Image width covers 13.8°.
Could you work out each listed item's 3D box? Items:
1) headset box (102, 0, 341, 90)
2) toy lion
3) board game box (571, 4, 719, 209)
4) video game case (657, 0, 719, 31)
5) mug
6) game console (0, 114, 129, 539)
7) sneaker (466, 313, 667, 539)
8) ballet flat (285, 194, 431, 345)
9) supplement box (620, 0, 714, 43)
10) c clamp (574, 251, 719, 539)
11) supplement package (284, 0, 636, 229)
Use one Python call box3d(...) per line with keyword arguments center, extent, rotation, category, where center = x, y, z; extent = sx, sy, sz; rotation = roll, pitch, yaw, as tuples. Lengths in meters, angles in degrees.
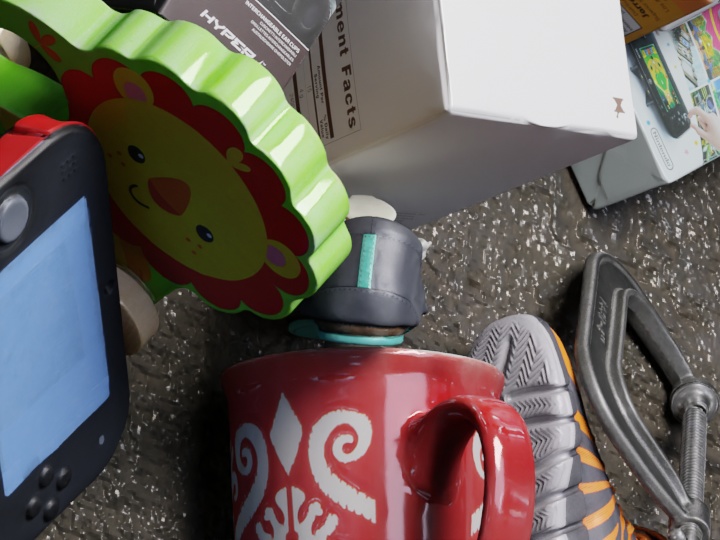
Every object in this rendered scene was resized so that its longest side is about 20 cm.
box3d(center=(-0.050, -0.177, 1.329), extent=(0.077, 0.149, 0.200), rotation=(42, 73, -32), category="headset box")
box3d(center=(-0.099, -0.056, 1.275), extent=(0.200, 0.192, 0.069), rotation=(46, 58, -6), category="toy lion")
box3d(center=(0.178, -0.138, 1.651), extent=(0.200, 0.064, 0.148), rotation=(-28, 95, -44), category="board game box")
box3d(center=(0.144, -0.222, 1.606), extent=(0.200, 0.023, 0.182), rotation=(42, 43, 18), category="video game case")
box3d(center=(0.002, 0.141, 1.343), extent=(0.133, 0.178, 0.201), rotation=(2, 77, -5), category="mug")
box3d(center=(-0.159, 0.050, 1.240), extent=(0.177, 0.031, 0.201), rotation=(-50, 150, -40), category="game console")
box3d(center=(0.110, 0.123, 1.508), extent=(0.112, 0.077, 0.201), rotation=(2, 79, -49), category="sneaker")
box3d(center=(0.000, 0.000, 1.370), extent=(0.073, 0.200, 0.074), rotation=(0, 89, -3), category="ballet flat")
box3d(center=(0.101, -0.145, 1.494), extent=(0.069, 0.200, 0.067), rotation=(45, 51, -17), category="supplement box")
box3d(center=(0.157, 0.083, 1.541), extent=(0.171, 0.027, 0.200), rotation=(49, 23, -22), category="c clamp")
box3d(center=(0.015, -0.096, 1.403), extent=(0.121, 0.200, 0.120), rotation=(6, 72, -40), category="supplement package")
